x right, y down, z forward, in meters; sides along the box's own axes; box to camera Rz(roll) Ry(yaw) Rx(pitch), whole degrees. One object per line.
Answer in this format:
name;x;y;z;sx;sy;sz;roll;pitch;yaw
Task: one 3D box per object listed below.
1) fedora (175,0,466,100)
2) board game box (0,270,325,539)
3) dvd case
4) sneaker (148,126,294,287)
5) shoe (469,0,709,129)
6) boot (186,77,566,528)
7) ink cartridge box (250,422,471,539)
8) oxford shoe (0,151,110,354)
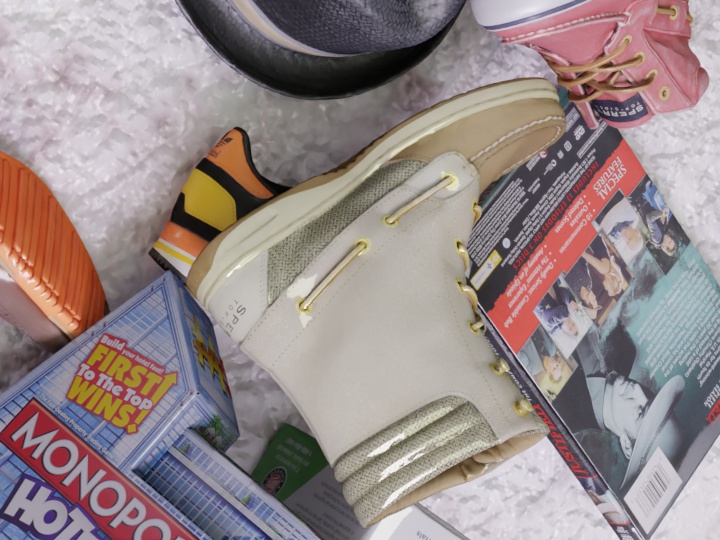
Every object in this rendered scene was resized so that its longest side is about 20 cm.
fedora;-0.002;-0.174;0.970;0.201;0.092;0.201;-8;107;-29
board game box;-0.108;0.111;0.936;0.200;0.200;0.062;-49;151;-10
dvd case;0.128;0.023;1.083;0.200;0.022;0.146;53;56;-21
sneaker;0.000;0.000;1.025;0.200;0.070;0.090;25;92;-22
shoe;0.119;-0.111;1.010;0.200;0.071;0.091;-27;107;-59
boot;0.043;0.012;0.945;0.200;0.072;0.155;-31;73;-19
ink cartridge box;-0.036;0.191;1.002;0.087;0.145;0.200;37;83;-25
oxford shoe;-0.192;-0.020;0.956;0.073;0.071;0.200;-31;121;19
